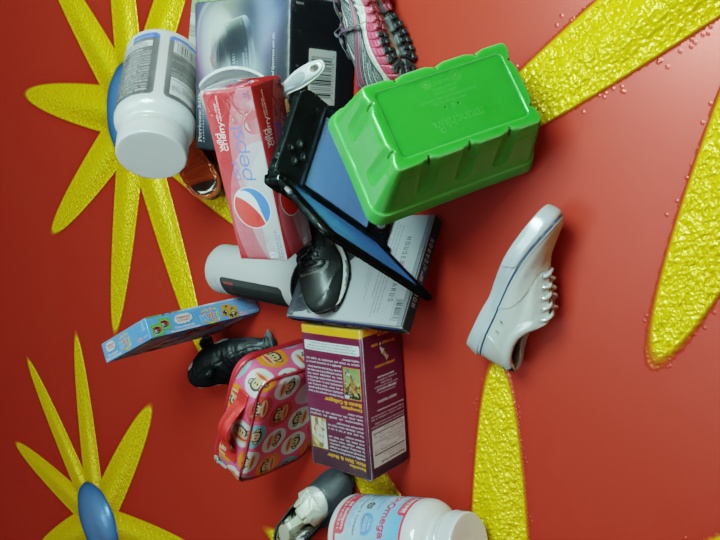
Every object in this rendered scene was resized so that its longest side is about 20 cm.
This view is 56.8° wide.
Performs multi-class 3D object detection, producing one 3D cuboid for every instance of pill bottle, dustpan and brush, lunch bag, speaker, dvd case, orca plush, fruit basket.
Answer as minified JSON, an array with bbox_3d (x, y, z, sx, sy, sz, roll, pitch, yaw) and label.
[{"bbox_3d":[-0.290,-0.238,0.955,0.114,0.114,0.201,-36,45,40],"label":"pill bottle"},{"bbox_3d":[-0.112,-0.194,0.781,0.200,0.057,0.140,-22,92,27],"label":"dustpan and brush"},{"bbox_3d":[-0.133,0.206,0.963,0.082,0.176,0.201,34,119,32],"label":"lunch bag"},{"bbox_3d":[-0.144,0.007,1.000,0.200,0.081,0.082,9,104,40],"label":"speaker"},{"bbox_3d":[0.000,0.000,0.856,0.200,0.025,0.151,3,68,41],"label":"dvd case"},{"bbox_3d":[-0.222,0.163,1.090,0.199,0.071,0.106,-8,113,28],"label":"orca plush"},{"bbox_3d":[0.060,0.351,0.865,0.200,0.109,0.109,-15,89,42],"label":"pill bottle"},{"bbox_3d":[0.071,-0.144,0.728,0.215,0.215,0.156,-32,77,41],"label":"fruit basket"}]

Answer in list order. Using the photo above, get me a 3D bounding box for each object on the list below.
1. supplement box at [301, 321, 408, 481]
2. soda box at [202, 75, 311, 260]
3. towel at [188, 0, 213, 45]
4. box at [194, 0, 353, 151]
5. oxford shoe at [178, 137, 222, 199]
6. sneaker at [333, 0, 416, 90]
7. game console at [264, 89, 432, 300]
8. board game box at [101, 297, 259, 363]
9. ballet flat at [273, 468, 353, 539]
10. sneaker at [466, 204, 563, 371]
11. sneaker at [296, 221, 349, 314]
[{"bbox_3d":[-0.007,0.165,0.903,0.110,0.086,0.201,2,100,41],"label":"supplement box"},{"bbox_3d":[-0.115,-0.114,0.760,0.070,0.063,0.201,2,117,26],"label":"soda box"},{"bbox_3d":[-0.227,-0.330,1.026,0.149,0.031,0.201,30,116,47],"label":"towel"},{"bbox_3d":[-0.121,-0.255,0.898,0.198,0.123,0.201,14,108,41],"label":"box"},{"bbox_3d":[-0.285,-0.202,1.075,0.071,0.073,0.201,-25,90,-1],"label":"oxford shoe"},{"bbox_3d":[-0.003,-0.315,0.808,0.075,0.080,0.201,-20,86,44],"label":"sneaker"},{"bbox_3d":[0.006,-0.082,0.733,0.116,0.200,0.176,3,70,41],"label":"game console"},{"bbox_3d":[-0.284,0.091,1.060,0.151,0.200,0.037,-26,80,41],"label":"board game box"},{"bbox_3d":[-0.079,0.375,1.023,0.073,0.073,0.200,52,127,21],"label":"ballet flat"},{"bbox_3d":[0.184,0.024,0.723,0.071,0.073,0.200,33,128,22],"label":"sneaker"},{"bbox_3d":[-0.072,-0.044,0.851,0.076,0.087,0.201,-20,63,33],"label":"sneaker"}]
